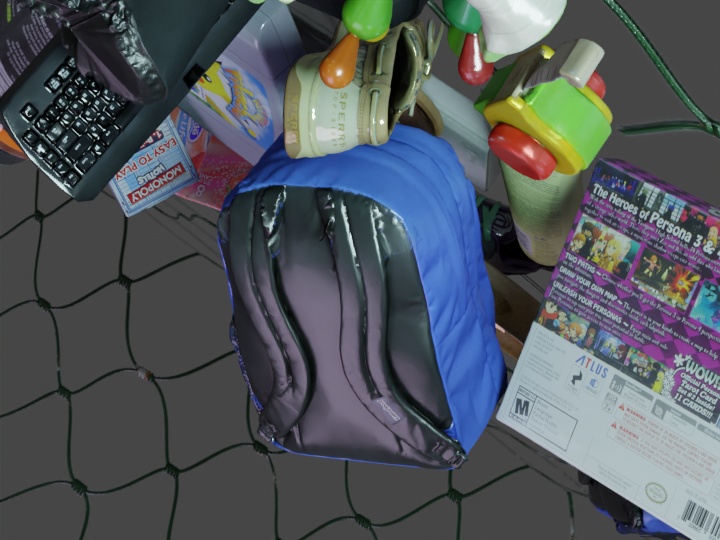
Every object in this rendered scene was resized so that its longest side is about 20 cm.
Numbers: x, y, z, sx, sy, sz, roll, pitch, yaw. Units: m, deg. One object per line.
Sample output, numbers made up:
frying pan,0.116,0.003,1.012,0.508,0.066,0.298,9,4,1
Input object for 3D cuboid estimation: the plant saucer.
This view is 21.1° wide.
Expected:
plant saucer,0.096,0.023,1.452,0.200,0.036,0.200,37,177,2

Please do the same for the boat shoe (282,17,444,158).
boat shoe,0.011,-0.108,1.128,0.062,0.074,0.200,5,-156,16

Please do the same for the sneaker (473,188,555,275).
sneaker,0.074,-0.054,1.504,0.087,0.075,0.199,0,156,44

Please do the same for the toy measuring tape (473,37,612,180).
toy measuring tape,0.112,-0.086,1.043,0.073,0.074,0.200,36,173,-8

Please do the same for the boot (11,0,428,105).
boot,-0.074,-0.150,1.041,0.200,0.169,0.076,38,154,-16

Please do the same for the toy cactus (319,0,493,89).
toy cactus,0.029,-0.154,0.953,0.164,0.103,0.200,15,152,42

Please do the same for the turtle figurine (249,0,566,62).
turtle figurine,-0.010,-0.170,0.784,0.193,0.200,0.145,34,-152,-28

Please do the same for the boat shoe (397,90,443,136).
boat shoe,0.010,-0.083,1.315,0.070,0.071,0.200,35,171,6

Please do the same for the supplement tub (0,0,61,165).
supplement tub,-0.182,-0.135,1.189,0.107,0.108,0.199,37,143,-19

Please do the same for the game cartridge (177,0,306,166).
game cartridge,-0.088,-0.136,1.262,0.133,0.041,0.200,33,160,16

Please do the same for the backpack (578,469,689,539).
backpack,0.232,0.108,1.311,0.166,0.164,0.200,12,174,-7

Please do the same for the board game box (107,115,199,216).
board game box,-0.188,-0.143,1.357,0.201,0.061,0.200,64,173,-11

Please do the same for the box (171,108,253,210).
box,-0.065,-0.086,1.515,0.199,0.103,0.094,21,-174,-40

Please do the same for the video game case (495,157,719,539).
video game case,0.194,0.055,1.159,0.199,0.183,0.036,30,-162,32

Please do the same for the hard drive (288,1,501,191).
hard drive,0.013,-0.133,1.361,0.199,0.026,0.132,35,173,9

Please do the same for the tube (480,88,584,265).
tube,0.122,-0.060,1.277,0.057,0.052,0.200,-9,159,7

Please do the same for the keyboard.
keyboard,-0.124,-0.142,1.074,0.104,0.201,0.040,42,164,-15

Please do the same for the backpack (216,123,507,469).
backpack,0.000,0.000,1.222,0.161,0.168,0.201,0,125,24
